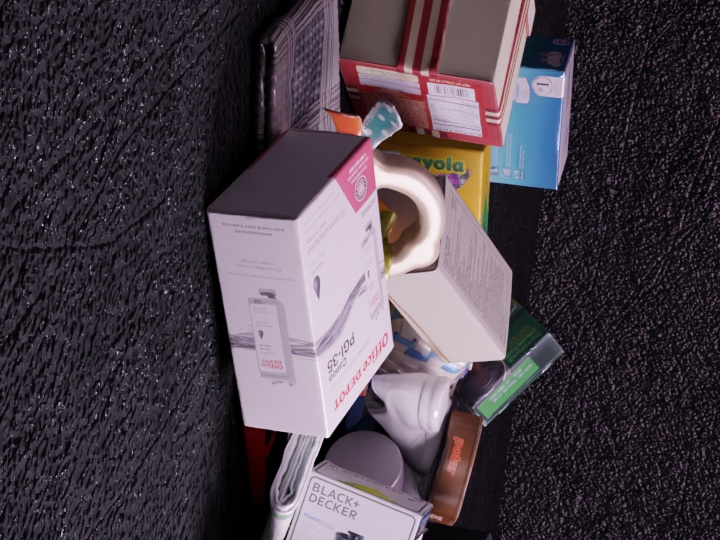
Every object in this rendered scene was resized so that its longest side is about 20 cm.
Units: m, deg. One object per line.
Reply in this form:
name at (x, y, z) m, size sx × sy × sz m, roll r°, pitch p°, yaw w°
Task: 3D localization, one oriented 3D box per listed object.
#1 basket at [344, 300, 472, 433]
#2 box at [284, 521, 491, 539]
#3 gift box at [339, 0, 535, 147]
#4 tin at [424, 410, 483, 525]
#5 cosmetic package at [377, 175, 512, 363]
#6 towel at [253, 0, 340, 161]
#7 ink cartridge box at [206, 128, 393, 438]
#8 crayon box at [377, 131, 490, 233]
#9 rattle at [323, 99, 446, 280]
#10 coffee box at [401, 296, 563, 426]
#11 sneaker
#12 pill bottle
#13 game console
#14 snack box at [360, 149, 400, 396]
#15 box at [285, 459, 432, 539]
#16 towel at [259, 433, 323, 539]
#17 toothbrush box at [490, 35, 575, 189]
basket at (0.046, 0.074, 1.919) m, size 0.200 × 0.138 × 0.178 m, roll -36°, pitch -145°, yaw 54°
box at (0.014, 0.345, 1.730) m, size 0.124 × 0.198 × 0.199 m, roll -11°, pitch 108°, yaw -77°
gift box at (0.086, -0.251, 1.758) m, size 0.200 × 0.183 × 0.189 m, roll 83°, pitch 20°, yaw -71°
tin at (0.096, 0.208, 1.888) m, size 0.200 × 0.041 × 0.113 m, roll 94°, pitch 16°, yaw -78°
cosmetic package at (0.082, 0.003, 1.735) m, size 0.200 × 0.072 × 0.105 m, roll 50°, pitch 41°, yaw -53°
towel at (-0.051, -0.132, 1.526) m, size 0.193 × 0.034 × 0.202 m, roll -61°, pitch 156°, yaw -62°
ink cartridge box at (-0.043, 0.009, 1.429) m, size 0.147 × 0.082 × 0.202 m, roll -51°, pitch 141°, yaw -51°
crayon box at (0.076, -0.086, 1.951) m, size 0.051 × 0.126 × 0.202 m, roll -63°, pitch 157°, yaw -58°
rattle at (0.003, -0.098, 1.557) m, size 0.144 × 0.129 × 0.201 m, roll -78°, pitch 153°, yaw -48°
coffee box at (0.122, 0.071, 1.983) m, size 0.123 × 0.200 × 0.044 m, roll -43°, pitch 131°, yaw 0°
sneaker at (0.045, 0.147, 1.833) m, size 0.200 × 0.088 × 0.076 m, roll 88°, pitch 17°, yaw -63°
pill bottle at (0.010, 0.258, 1.879) m, size 0.201 × 0.110 × 0.112 m, roll 82°, pitch 19°, yaw -51°
game console at (-0.070, 0.082, 1.596) m, size 0.178 × 0.031 × 0.201 m, roll 94°, pitch 11°, yaw -47°
snack box at (0.000, 0.000, 1.761) m, size 0.143 × 0.052 × 0.202 m, roll 90°, pitch 9°, yaw -55°
box at (-0.022, 0.290, 1.641) m, size 0.060 × 0.116 × 0.202 m, roll -9°, pitch 120°, yaw -77°
towel at (-0.064, 0.183, 1.556) m, size 0.201 × 0.030 × 0.150 m, roll 112°, pitch 0°, yaw -57°
toothbrush box at (0.131, -0.182, 1.975) m, size 0.086 × 0.198 × 0.148 m, roll -67°, pitch 160°, yaw -55°
